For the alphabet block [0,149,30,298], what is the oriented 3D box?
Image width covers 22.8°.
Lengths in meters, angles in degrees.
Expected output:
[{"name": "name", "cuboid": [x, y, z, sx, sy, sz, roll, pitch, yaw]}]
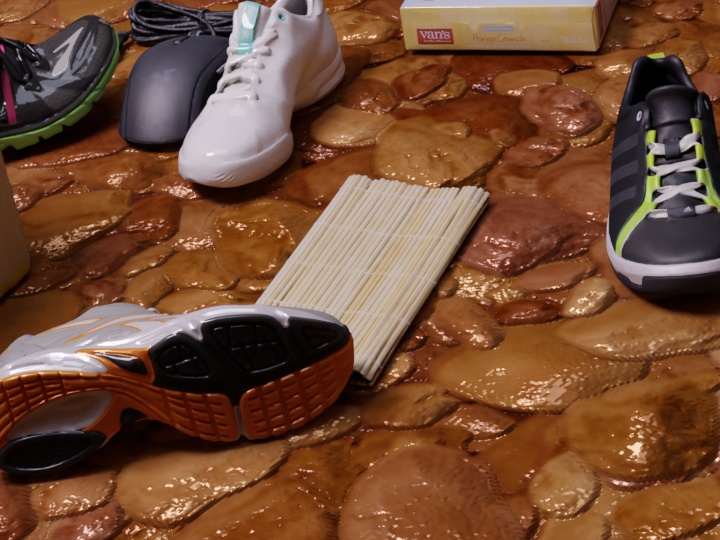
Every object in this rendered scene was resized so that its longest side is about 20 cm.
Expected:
[{"name": "alphabet block", "cuboid": [-0.331, -0.048, 1.012, 0.194, 0.201, 0.197, 8, 35, 27]}]

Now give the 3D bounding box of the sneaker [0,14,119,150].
[{"name": "sneaker", "cuboid": [-0.253, -0.128, 1.218, 0.199, 0.084, 0.077, -30, 37, -22]}]

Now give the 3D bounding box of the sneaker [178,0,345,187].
[{"name": "sneaker", "cuboid": [-0.072, -0.131, 1.181, 0.075, 0.089, 0.200, 5, 34, 19]}]

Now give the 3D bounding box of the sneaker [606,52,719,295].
[{"name": "sneaker", "cuboid": [0.170, -0.062, 1.011, 0.071, 0.083, 0.200, -7, 32, 5]}]

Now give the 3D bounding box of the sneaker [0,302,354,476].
[{"name": "sneaker", "cuboid": [-0.103, 0.042, 0.931, 0.198, 0.076, 0.092, -8, 27, 0]}]

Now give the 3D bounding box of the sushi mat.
[{"name": "sushi mat", "cuboid": [0.000, 0.000, 1.025, 0.095, 0.012, 0.200, 5, 35, 23]}]

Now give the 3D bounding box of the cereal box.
[{"name": "cereal box", "cuboid": [0.123, -0.221, 1.321, 0.143, 0.040, 0.200, 3, 34, 19]}]

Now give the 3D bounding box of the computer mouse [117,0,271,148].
[{"name": "computer mouse", "cuboid": [-0.147, -0.154, 1.278, 0.139, 0.046, 0.200, 4, 34, 18]}]
